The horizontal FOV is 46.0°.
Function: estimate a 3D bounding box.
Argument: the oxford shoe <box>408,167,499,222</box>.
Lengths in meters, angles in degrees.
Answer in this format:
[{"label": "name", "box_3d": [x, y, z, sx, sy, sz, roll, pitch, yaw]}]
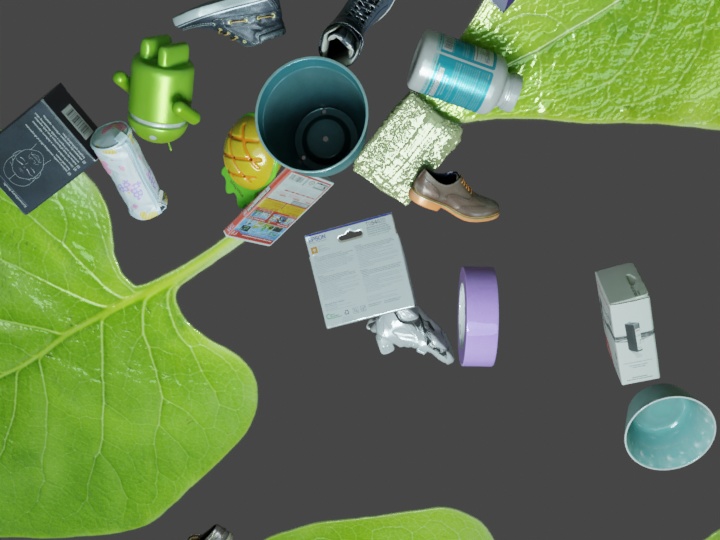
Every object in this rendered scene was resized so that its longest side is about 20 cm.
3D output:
[{"label": "oxford shoe", "box_3d": [0.195, -0.148, 1.658, 0.197, 0.072, 0.074, 11, 122, -24]}]

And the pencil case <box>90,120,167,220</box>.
[{"label": "pencil case", "box_3d": [-0.443, -0.190, 1.635, 0.083, 0.090, 0.201, -39, 138, -18]}]

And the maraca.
[{"label": "maraca", "box_3d": [-0.213, -0.210, 1.637, 0.138, 0.106, 0.201, 50, 132, 23]}]

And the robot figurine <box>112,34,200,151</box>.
[{"label": "robot figurine", "box_3d": [-0.370, -0.328, 1.574, 0.174, 0.115, 0.203, 26, 122, 19]}]

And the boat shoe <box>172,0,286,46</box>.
[{"label": "boat shoe", "box_3d": [-0.235, -0.443, 1.532, 0.197, 0.071, 0.092, -13, 113, 7]}]

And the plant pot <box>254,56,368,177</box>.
[{"label": "plant pot", "box_3d": [-0.074, -0.260, 1.540, 0.196, 0.188, 0.204, 0, 86, 6]}]

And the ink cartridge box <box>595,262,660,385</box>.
[{"label": "ink cartridge box", "box_3d": [0.551, 0.108, 1.754, 0.082, 0.145, 0.203, -12, 117, 9]}]

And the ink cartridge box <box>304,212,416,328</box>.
[{"label": "ink cartridge box", "box_3d": [0.000, 0.000, 1.762, 0.196, 0.041, 0.203, -13, 92, 9]}]

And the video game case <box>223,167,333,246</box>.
[{"label": "video game case", "box_3d": [-0.160, -0.126, 1.677, 0.200, 0.142, 0.018, -42, 65, 21]}]

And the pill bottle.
[{"label": "pill bottle", "box_3d": [0.191, -0.353, 1.542, 0.197, 0.111, 0.112, 18, 118, -7]}]

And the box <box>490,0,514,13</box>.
[{"label": "box", "box_3d": [0.220, -0.567, 1.448, 0.199, 0.079, 0.141, 38, 110, -17]}]

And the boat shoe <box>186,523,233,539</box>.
[{"label": "boat shoe", "box_3d": [-0.415, 0.705, 2.160, 0.199, 0.075, 0.074, -35, 102, 9]}]

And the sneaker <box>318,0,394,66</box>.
[{"label": "sneaker", "box_3d": [0.000, -0.442, 1.485, 0.077, 0.147, 0.203, 36, 112, -14]}]

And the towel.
[{"label": "towel", "box_3d": [0.090, -0.237, 1.651, 0.147, 0.037, 0.201, 33, 115, -14]}]

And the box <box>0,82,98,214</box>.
[{"label": "box", "box_3d": [-0.613, -0.233, 1.640, 0.198, 0.108, 0.149, -31, 113, 16]}]

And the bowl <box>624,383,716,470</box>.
[{"label": "bowl", "box_3d": [0.676, 0.332, 1.891, 0.197, 0.105, 0.204, 1, 119, 2]}]

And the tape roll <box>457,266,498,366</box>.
[{"label": "tape roll", "box_3d": [0.237, 0.093, 1.727, 0.064, 0.201, 0.203, 0, 118, 1]}]

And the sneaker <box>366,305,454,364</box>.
[{"label": "sneaker", "box_3d": [0.107, 0.147, 1.835, 0.115, 0.075, 0.200, -40, 105, 21]}]
